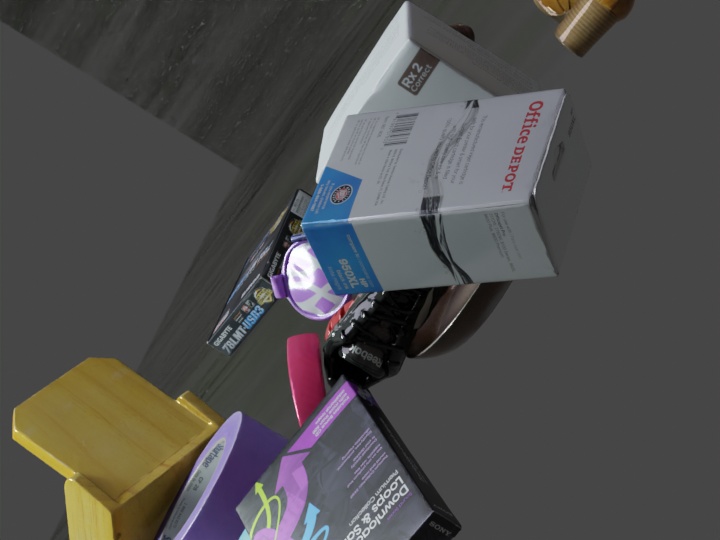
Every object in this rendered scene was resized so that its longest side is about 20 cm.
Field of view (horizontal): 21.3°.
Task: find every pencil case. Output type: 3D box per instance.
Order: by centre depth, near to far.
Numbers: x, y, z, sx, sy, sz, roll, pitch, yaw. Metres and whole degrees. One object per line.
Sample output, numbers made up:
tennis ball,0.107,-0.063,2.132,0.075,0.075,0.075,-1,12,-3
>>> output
pencil case,0.000,0.000,1.807,0.085,0.084,0.200,-21,-6,31

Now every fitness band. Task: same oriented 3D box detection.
fitness band,-0.040,0.133,1.720,0.200,0.037,0.144,-107,9,-79

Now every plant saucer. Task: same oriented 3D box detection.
plant saucer,0.103,-0.004,1.671,0.201,0.032,0.200,-57,9,14

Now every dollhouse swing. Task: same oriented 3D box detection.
dollhouse swing,-0.271,0.226,2.111,0.200,0.175,0.183,-37,-43,-45

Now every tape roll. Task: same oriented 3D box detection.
tape roll,-0.139,0.252,1.976,0.200,0.085,0.200,-56,11,16

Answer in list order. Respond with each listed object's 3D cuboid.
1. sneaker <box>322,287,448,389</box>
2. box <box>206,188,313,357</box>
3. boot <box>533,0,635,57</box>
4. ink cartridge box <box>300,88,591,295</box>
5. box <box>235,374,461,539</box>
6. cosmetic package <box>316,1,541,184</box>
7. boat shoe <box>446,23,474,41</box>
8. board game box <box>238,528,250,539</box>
sneaker,0.025,0.036,1.649,0.201,0.071,0.098,-55,10,37
box,-0.145,0.004,2.896,0.200,0.050,0.199,-50,12,47
boot,0.234,-0.282,1.792,0.144,0.071,0.201,-50,15,15
ink cartridge box,0.072,-0.063,1.544,0.199,0.084,0.145,-5,41,26
box,-0.014,0.185,1.432,0.143,0.036,0.200,-52,33,9
cosmetic package,0.069,-0.136,1.852,0.165,0.165,0.200,-56,9,17
boat shoe,0.092,-0.272,2.498,0.070,0.071,0.200,-22,0,-20
board game box,-0.046,0.235,1.515,0.201,0.047,0.151,-60,29,-4
